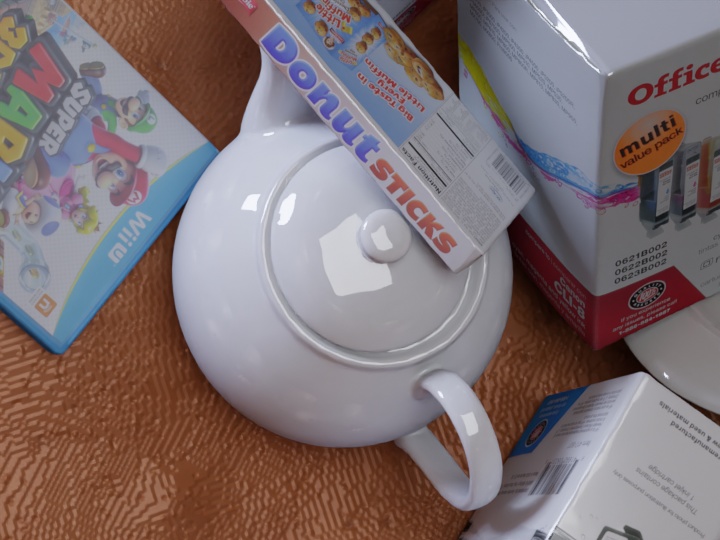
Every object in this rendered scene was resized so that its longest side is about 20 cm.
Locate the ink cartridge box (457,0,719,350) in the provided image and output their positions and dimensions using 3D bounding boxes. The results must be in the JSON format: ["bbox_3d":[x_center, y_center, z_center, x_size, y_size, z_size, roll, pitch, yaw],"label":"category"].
[{"bbox_3d":[0.145,-0.095,0.998,0.145,0.201,0.145,-24,50,-15],"label":"ink cartridge box"}]

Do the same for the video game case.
[{"bbox_3d":[-0.185,-0.074,1.000,0.200,0.018,0.143,44,72,-22],"label":"video game case"}]

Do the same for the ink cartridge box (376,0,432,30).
[{"bbox_3d":[0.028,-0.209,1.006,0.083,0.200,0.145,44,74,5],"label":"ink cartridge box"}]

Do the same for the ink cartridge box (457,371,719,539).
[{"bbox_3d":[0.101,0.162,0.994,0.084,0.146,0.201,35,76,-8],"label":"ink cartridge box"}]

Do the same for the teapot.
[{"bbox_3d":[0.000,0.000,0.997,0.199,0.146,0.198,22,77,-10],"label":"teapot"}]

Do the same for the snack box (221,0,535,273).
[{"bbox_3d":[0.003,-0.094,0.944,0.200,0.024,0.072,49,40,-5],"label":"snack box"}]

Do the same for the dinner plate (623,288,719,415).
[{"bbox_3d":[0.238,0.009,1.052,0.199,0.024,0.201,-2,43,1],"label":"dinner plate"}]
